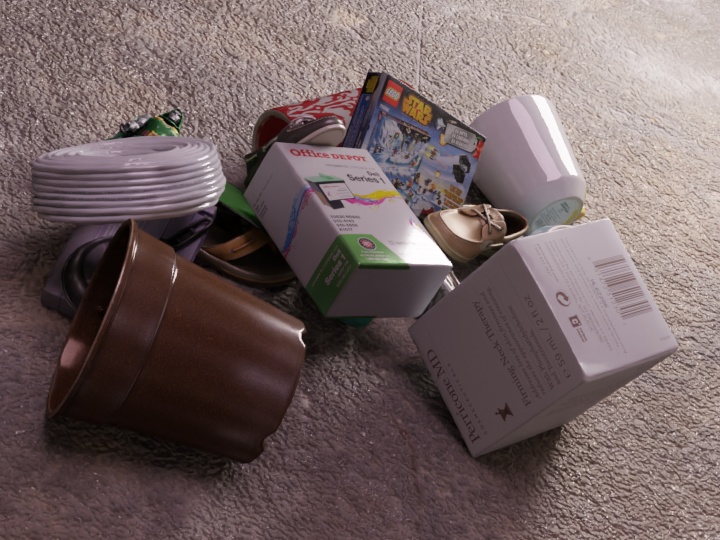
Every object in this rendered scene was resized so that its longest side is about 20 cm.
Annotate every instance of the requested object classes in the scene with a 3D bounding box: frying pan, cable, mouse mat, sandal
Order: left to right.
[{"bbox_3d":[-0.237,-0.092,1.491,0.199,0.070,0.200,-7,12,-21],"label":"cable"},{"bbox_3d":[-0.218,0.000,1.519,0.189,0.031,0.115,-14,61,-26],"label":"frying pan"},{"bbox_3d":[-0.149,-0.038,1.655,0.199,0.054,0.081,21,36,-14],"label":"sandal"},{"bbox_3d":[-0.133,-0.074,1.693,0.199,0.008,0.161,32,8,11],"label":"mouse mat"}]

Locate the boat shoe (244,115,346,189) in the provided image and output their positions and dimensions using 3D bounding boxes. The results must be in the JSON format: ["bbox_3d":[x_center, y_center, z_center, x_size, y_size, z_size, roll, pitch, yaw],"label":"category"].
[{"bbox_3d":[-0.085,-0.145,1.695,0.066,0.200,0.057,-8,75,-34],"label":"boat shoe"}]

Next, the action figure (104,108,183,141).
[{"bbox_3d":[-0.259,-0.137,1.712,0.118,0.055,0.200,38,39,-4],"label":"action figure"}]

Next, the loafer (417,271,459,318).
[{"bbox_3d":[0.078,-0.008,1.743,0.069,0.075,0.200,-9,48,-34],"label":"loafer"}]

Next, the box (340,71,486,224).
[{"bbox_3d":[0.062,-0.141,1.795,0.040,0.138,0.199,13,-10,46],"label":"box"}]

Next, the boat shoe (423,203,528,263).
[{"bbox_3d":[0.144,-0.055,1.796,0.071,0.064,0.200,57,25,16],"label":"boat shoe"}]

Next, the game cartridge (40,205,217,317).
[{"bbox_3d":[-0.246,-0.018,1.559,0.129,0.039,0.201,21,49,2],"label":"game cartridge"}]

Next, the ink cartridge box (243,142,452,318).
[{"bbox_3d":[-0.016,-0.045,1.604,0.144,0.084,0.200,1,43,-42],"label":"ink cartridge box"}]

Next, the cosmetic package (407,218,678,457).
[{"bbox_3d":[0.195,0.072,1.574,0.166,0.200,0.168,-14,69,-42],"label":"cosmetic package"}]

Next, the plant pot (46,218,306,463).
[{"bbox_3d":[-0.170,0.082,1.393,0.197,0.201,0.201,24,34,-17],"label":"plant pot"}]

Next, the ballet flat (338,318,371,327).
[{"bbox_3d":[0.000,0.000,1.707,0.070,0.067,0.201,42,31,-20],"label":"ballet flat"}]

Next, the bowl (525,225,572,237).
[{"bbox_3d":[0.255,0.020,1.795,0.199,0.105,0.201,17,35,-13],"label":"bowl"}]

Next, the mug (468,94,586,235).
[{"bbox_3d":[0.241,-0.131,1.949,0.185,0.150,0.154,-8,55,-29],"label":"mug"}]

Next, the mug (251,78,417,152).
[{"bbox_3d":[-0.014,-0.150,1.823,0.199,0.134,0.178,-14,49,-38],"label":"mug"}]
